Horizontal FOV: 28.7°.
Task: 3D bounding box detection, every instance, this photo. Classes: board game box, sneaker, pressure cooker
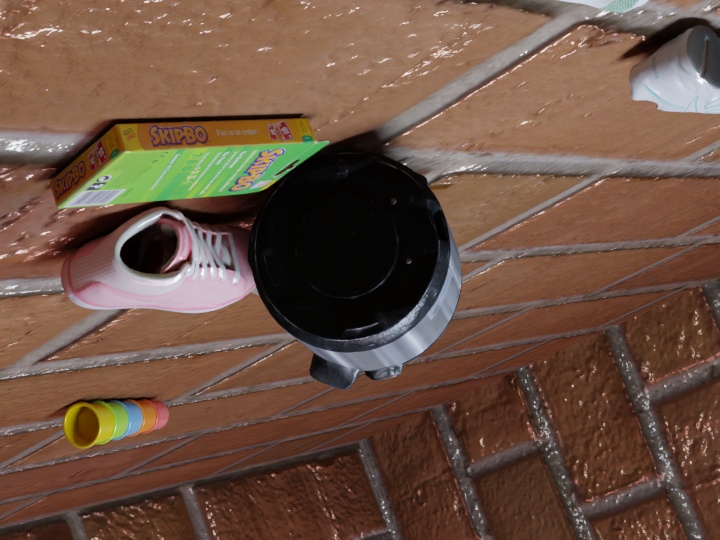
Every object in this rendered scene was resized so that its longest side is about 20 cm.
[{"bbox_3d":[-0.122,-0.081,1.044,0.199,0.030,0.095,-5,161,-45],"label":"board game box"},{"bbox_3d":[0.309,-0.175,1.273,0.080,0.071,0.199,-17,166,37],"label":"sneaker"},{"bbox_3d":[-0.145,-0.010,1.199,0.199,0.076,0.104,-6,167,-37],"label":"sneaker"},{"bbox_3d":[0.002,0.002,1.243,0.175,0.180,0.200,-27,166,4],"label":"pressure cooker"}]

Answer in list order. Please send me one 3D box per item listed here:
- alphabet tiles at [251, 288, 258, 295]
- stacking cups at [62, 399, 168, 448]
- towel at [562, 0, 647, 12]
[{"bbox_3d":[-0.034,-0.017,1.525,0.198,0.006,0.166,-22,168,6],"label":"alphabet tiles"},{"bbox_3d":[-0.320,0.201,1.909,0.060,0.061,0.200,-25,169,22],"label":"stacking cups"},{"bbox_3d":[0.078,-0.161,0.629,0.198,0.031,0.149,-2,159,-26],"label":"towel"}]
